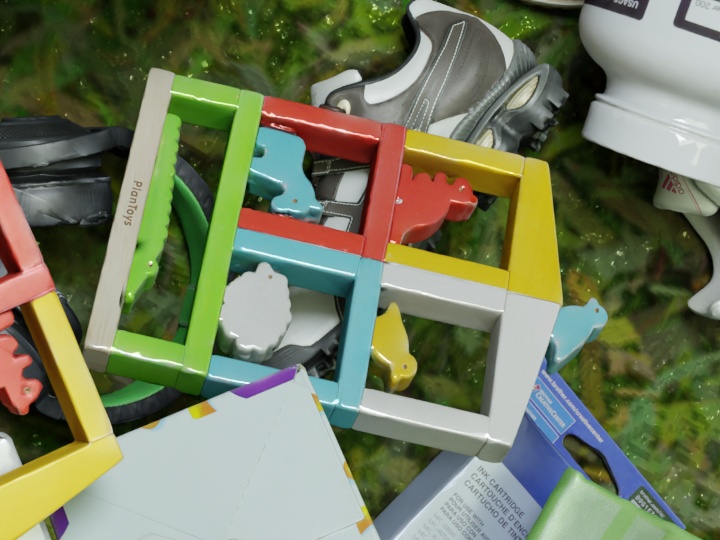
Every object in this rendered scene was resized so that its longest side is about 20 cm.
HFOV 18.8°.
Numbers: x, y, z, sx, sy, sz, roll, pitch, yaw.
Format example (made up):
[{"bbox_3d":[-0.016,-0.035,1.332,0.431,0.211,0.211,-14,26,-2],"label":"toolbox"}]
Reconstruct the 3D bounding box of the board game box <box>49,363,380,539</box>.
[{"bbox_3d":[-0.042,0.131,0.832,0.105,0.200,0.103,-22,67,-6],"label":"board game box"}]

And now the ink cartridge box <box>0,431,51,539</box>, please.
[{"bbox_3d":[-0.161,0.136,0.808,0.084,0.200,0.146,-22,97,-20],"label":"ink cartridge box"}]

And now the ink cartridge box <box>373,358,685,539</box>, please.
[{"bbox_3d":[0.057,0.148,0.980,0.200,0.042,0.119,-45,104,-18],"label":"ink cartridge box"}]

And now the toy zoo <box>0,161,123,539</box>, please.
[{"bbox_3d":[-0.160,0.024,0.694,0.131,0.020,0.200,-25,99,-21],"label":"toy zoo"}]

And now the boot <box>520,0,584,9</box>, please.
[{"bbox_3d":[0.073,-0.169,0.956,0.200,0.107,0.075,13,82,-23],"label":"boot"}]

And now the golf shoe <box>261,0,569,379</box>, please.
[{"bbox_3d":[0.000,-0.031,0.951,0.094,0.078,0.200,39,74,2],"label":"golf shoe"}]

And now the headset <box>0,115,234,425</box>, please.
[{"bbox_3d":[-0.135,-0.007,0.878,0.200,0.094,0.124,18,82,-31],"label":"headset"}]

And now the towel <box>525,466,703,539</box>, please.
[{"bbox_3d":[0.093,0.200,0.957,0.149,0.031,0.200,30,88,-40],"label":"towel"}]

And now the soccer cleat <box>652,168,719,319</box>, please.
[{"bbox_3d":[0.172,-0.072,1.011,0.086,0.070,0.200,-14,93,-15],"label":"soccer cleat"}]

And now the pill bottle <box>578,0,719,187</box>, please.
[{"bbox_3d":[0.163,-0.139,0.928,0.112,0.112,0.200,16,98,-20],"label":"pill bottle"}]

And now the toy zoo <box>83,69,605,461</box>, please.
[{"bbox_3d":[0.000,0.000,0.871,0.200,0.020,0.131,13,61,-6],"label":"toy zoo"}]
